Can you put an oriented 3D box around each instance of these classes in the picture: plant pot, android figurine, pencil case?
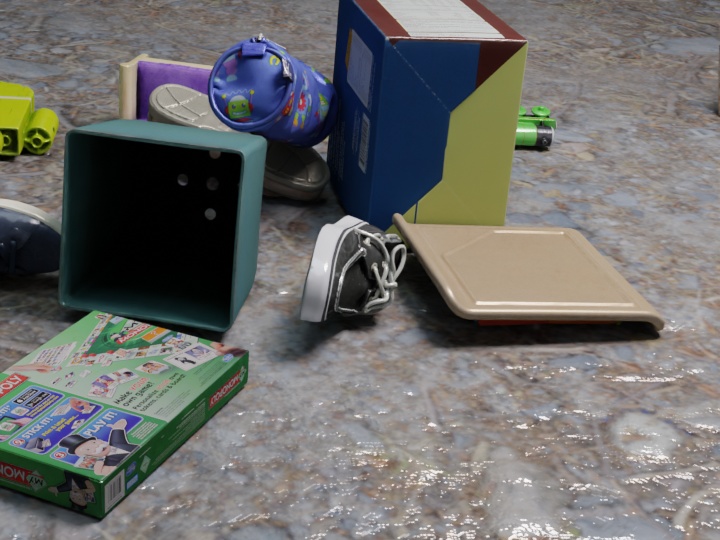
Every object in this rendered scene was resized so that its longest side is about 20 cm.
[{"bbox_3d":[-0.147,-0.055,1.144,0.140,0.143,0.200,8,16,6],"label":"plant pot"},{"bbox_3d":[-0.408,-0.156,1.439,0.180,0.041,0.200,1,24,-7],"label":"android figurine"},{"bbox_3d":[-0.076,-0.162,1.263,0.077,0.088,0.200,11,2,12],"label":"pencil case"}]

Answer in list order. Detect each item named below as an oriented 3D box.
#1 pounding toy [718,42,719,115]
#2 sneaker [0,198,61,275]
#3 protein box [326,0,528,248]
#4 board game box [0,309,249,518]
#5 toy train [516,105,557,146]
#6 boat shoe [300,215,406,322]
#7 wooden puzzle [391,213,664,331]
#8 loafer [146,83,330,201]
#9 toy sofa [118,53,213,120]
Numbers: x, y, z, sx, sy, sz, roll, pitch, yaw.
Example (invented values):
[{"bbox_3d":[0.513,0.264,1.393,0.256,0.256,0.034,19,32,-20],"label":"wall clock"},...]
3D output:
[{"bbox_3d":[0.551,-0.245,1.746,0.183,0.143,0.199,-32,38,-33],"label":"pounding toy"},{"bbox_3d":[-0.332,-0.010,1.101,0.198,0.075,0.085,5,41,-8],"label":"sneaker"},{"bbox_3d":[0.055,-0.150,1.314,0.134,0.200,0.200,0,24,-13],"label":"protein box"},{"bbox_3d":[-0.179,0.090,0.938,0.133,0.029,0.200,13,25,20],"label":"board game box"},{"bbox_3d":[0.130,-0.163,1.563,0.198,0.042,0.057,2,33,-8],"label":"toy train"},{"bbox_3d":[-0.001,0.003,1.121,0.067,0.074,0.199,15,9,8],"label":"boat shoe"},{"bbox_3d":[0.138,0.006,1.184,0.198,0.038,0.185,6,23,-17],"label":"wooden puzzle"},{"bbox_3d":[-0.124,-0.118,1.378,0.199,0.063,0.072,28,45,7],"label":"loafer"},{"bbox_3d":[-0.160,-0.172,1.470,0.198,0.084,0.098,9,23,8],"label":"toy sofa"}]
